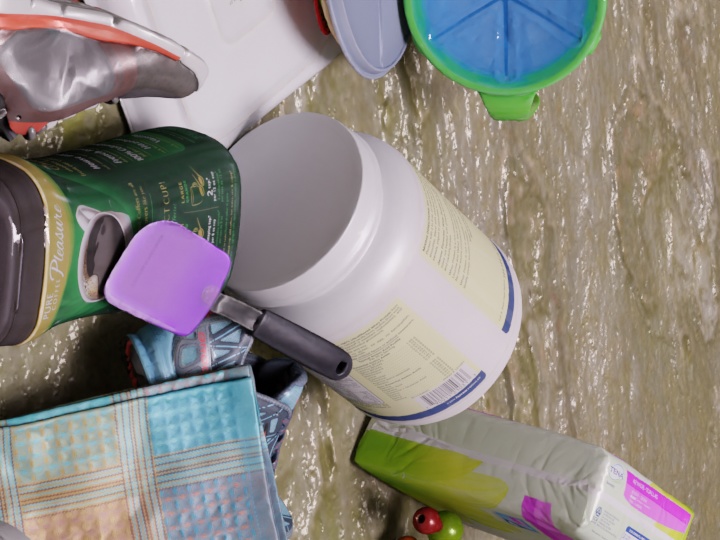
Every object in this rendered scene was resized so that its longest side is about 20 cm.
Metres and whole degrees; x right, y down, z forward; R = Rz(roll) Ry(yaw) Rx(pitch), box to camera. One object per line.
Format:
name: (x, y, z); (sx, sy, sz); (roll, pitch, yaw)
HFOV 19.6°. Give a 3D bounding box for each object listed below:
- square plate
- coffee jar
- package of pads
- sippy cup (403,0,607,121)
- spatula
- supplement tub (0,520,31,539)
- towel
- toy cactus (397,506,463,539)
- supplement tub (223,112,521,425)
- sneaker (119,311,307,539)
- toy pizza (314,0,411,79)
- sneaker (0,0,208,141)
square plate: (-0.085, -0.173, 1.282); (0.200, 0.028, 0.198); (-45, 131, -38)
coffee jar: (-0.160, -0.020, 1.168); (0.200, 0.085, 0.104); (-13, 115, -51)
package of pads: (0.119, 0.153, 1.473); (0.154, 0.200, 0.068); (35, 73, -50)
sippy cup: (0.103, -0.204, 1.429); (0.178, 0.140, 0.130); (-54, -173, 24)
spatula: (-0.066, 0.026, 1.202); (0.200, 0.021, 0.057); (30, 91, -49)
supplement tub: (-0.257, 0.195, 1.038); (0.200, 0.144, 0.145); (-3, 99, -53)
towel: (-0.139, 0.143, 1.181); (0.200, 0.022, 0.147); (-11, 89, -22)
toy cactus: (0.054, 0.267, 1.510); (0.165, 0.102, 0.200); (7, 88, -65)
supplement tub: (0.000, 0.000, 1.332); (0.200, 0.145, 0.145); (40, 66, -48)
sneaker: (-0.068, 0.099, 1.281); (0.095, 0.079, 0.200); (-29, 134, -4)
toy pizza: (-0.002, -0.224, 1.350); (0.200, 0.032, 0.201); (0, 90, -72)
sneaker: (-0.176, -0.110, 1.150); (0.200, 0.077, 0.082); (11, 100, -41)
